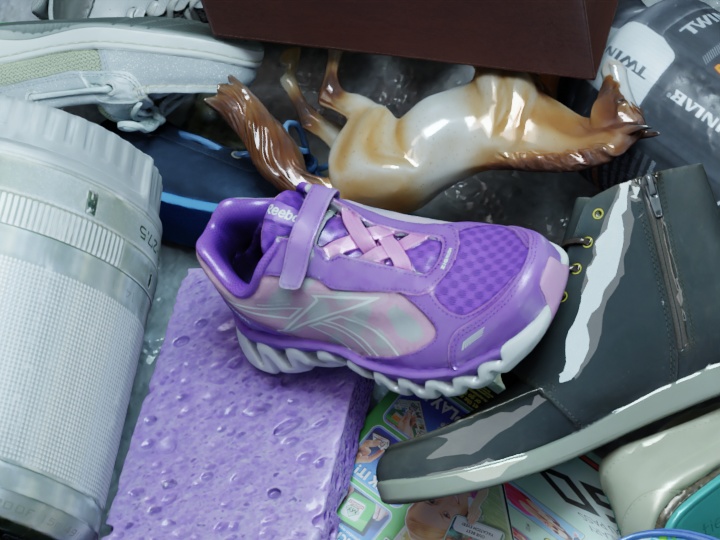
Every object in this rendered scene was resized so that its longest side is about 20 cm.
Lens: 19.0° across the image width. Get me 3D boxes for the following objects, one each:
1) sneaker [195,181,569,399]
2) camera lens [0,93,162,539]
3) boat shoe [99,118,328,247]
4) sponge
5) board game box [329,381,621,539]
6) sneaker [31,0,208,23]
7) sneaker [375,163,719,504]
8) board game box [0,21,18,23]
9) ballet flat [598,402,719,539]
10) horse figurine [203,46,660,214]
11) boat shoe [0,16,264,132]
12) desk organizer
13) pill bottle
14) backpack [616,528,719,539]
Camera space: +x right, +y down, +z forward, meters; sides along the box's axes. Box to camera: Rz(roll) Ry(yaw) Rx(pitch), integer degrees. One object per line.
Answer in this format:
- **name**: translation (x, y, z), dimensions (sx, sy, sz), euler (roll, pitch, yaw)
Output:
- **sneaker**: translation (0.000, 0.000, 0.962), dimensions (0.199, 0.089, 0.081), euler (0, 50, 43)
- **camera lens**: translation (-0.184, 0.035, 1.015), dimensions (0.158, 0.160, 0.202), euler (7, 72, 14)
- **boat shoe**: translation (-0.056, -0.047, 1.090), dimensions (0.198, 0.084, 0.069), euler (19, 68, 17)
- **sponge**: translation (-0.057, 0.088, 1.026), dimensions (0.111, 0.030, 0.201), euler (0, 55, 22)
- **board game box**: translation (0.069, 0.139, 1.001), dimensions (0.199, 0.029, 0.135), euler (34, 72, 24)
- **sneaker**: translation (-0.093, -0.130, 1.154), dimensions (0.199, 0.075, 0.116), euler (20, 73, 29)
- **sneaker**: translation (0.086, 0.031, 0.978), dimensions (0.198, 0.075, 0.107), euler (-22, 86, -9)
- **board game box**: translation (-0.284, -0.068, 1.169), dimensions (0.198, 0.035, 0.137), euler (-1, 63, 9)
- **ballet flat**: translation (0.196, 0.071, 0.987), dimensions (0.199, 0.070, 0.070), euler (-22, 60, -20)
- **horse figurine**: translation (0.030, -0.078, 1.030), dimensions (0.198, 0.050, 0.134), euler (-19, 62, 3)
- **boat shoe**: translation (-0.144, -0.095, 1.099), dimensions (0.200, 0.074, 0.065), euler (-1, 100, 13)
- **desk organizer**: translation (0.020, -0.149, 1.002), dimensions (0.198, 0.077, 0.072), euler (9, 58, 18)
- **pill bottle**: translation (0.173, -0.062, 1.043), dimensions (0.200, 0.106, 0.106), euler (39, 75, 25)
- **backpack**: translation (0.143, 0.208, 0.864), dimensions (0.199, 0.147, 0.183), euler (38, 73, 11)
